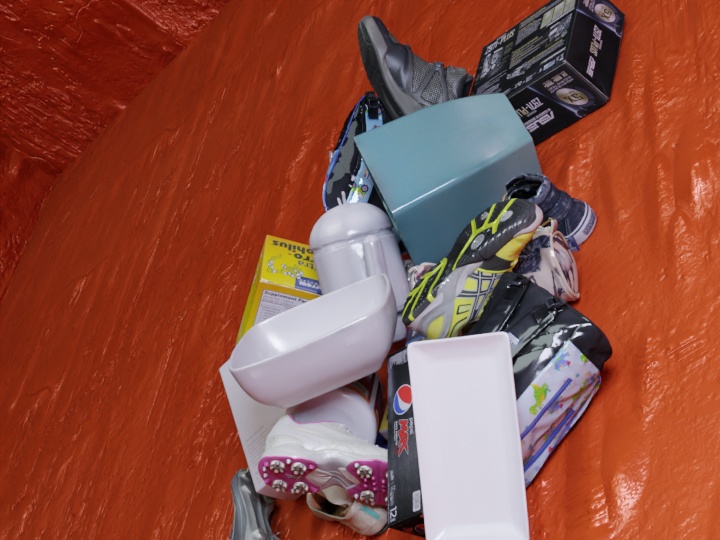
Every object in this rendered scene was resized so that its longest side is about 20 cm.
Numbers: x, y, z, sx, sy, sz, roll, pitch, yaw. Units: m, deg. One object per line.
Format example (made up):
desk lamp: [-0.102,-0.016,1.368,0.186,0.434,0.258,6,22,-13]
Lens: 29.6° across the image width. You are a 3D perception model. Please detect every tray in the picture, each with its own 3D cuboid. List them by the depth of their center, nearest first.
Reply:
tray: [0.106,0.165,1.318,0.106,0.022,0.203,-7,85,23]

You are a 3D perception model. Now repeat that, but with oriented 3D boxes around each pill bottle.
pill bottle: [-0.029,0.165,1.667,0.113,0.113,0.200,-48,5,13]

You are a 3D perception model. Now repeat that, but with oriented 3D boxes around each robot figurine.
robot figurine: [0.000,0.000,1.751,0.112,0.203,0.169,-15,-2,-20]

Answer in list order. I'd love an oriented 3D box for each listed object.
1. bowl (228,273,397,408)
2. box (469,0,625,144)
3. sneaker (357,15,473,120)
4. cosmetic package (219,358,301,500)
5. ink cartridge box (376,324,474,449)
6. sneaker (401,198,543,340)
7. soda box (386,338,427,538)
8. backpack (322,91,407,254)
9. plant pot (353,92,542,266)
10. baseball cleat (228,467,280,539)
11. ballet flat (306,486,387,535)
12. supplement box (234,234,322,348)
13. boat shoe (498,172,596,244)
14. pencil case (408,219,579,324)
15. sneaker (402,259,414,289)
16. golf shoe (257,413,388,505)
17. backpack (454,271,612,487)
bowl: [-0.044,0.087,1.569,0.198,0.075,0.200,-23,10,8]
box: [0.241,-0.262,1.808,0.199,0.086,0.165,-30,33,44]
sneaker: [0.076,-0.265,1.834,0.113,0.201,0.076,-27,-14,-18]
cosmetic package: [-0.107,0.186,1.781,0.101,0.074,0.202,-41,49,26]
ink cartridge box: [0.087,0.110,1.644,0.199,0.047,0.199,-24,38,46]
sneaker: [0.131,0.002,1.477,0.200,0.076,0.076,-45,19,28]
soda box: [0.073,0.181,1.474,0.063,0.070,0.202,-31,48,45]
backpack: [0.034,-0.116,1.894,0.135,0.181,0.202,135,158,-72]
plant pot: [0.119,-0.126,1.726,0.198,0.142,0.142,-27,53,0]
baseball cleat: [-0.155,0.338,1.759,0.107,0.070,0.200,-48,23,12]
ballet flat: [-0.026,0.264,1.621,0.068,0.062,0.199,-62,24,-13]
supplement box: [-0.106,0.071,1.892,0.110,0.107,0.202,-89,15,-55]
boat shoe: [0.188,-0.068,1.634,0.199,0.091,0.071,-14,44,57]
pencil case: [0.149,0.010,1.544,0.198,0.078,0.091,-16,80,28]
sneaker: [0.034,0.016,1.827,0.199,0.084,0.073,-27,32,45]
golf shoe: [-0.013,0.206,1.526,0.092,0.197,0.076,-83,4,-49]
backpack: [0.149,0.127,1.393,0.200,0.154,0.163,-44,36,-11]
